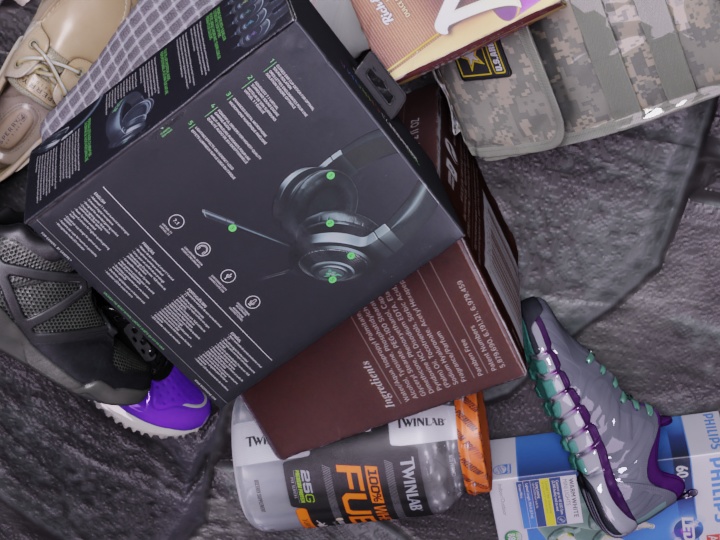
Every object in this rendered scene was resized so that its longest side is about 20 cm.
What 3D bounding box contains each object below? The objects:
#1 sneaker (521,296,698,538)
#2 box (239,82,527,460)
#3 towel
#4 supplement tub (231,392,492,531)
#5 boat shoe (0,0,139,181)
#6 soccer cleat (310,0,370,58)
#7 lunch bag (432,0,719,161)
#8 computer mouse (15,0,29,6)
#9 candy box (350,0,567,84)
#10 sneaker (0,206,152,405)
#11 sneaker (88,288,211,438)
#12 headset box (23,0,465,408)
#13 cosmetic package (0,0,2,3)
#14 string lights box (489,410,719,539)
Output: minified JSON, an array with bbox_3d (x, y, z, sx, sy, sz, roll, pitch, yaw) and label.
[{"bbox_3d":[0.193,0.105,1.041,0.087,0.074,0.202,-23,91,-3],"label":"sneaker"},{"bbox_3d":[0.000,0.000,0.949,0.198,0.167,0.165,-21,119,15],"label":"box"},{"bbox_3d":[-0.128,-0.095,0.871,0.200,0.166,0.085,-43,138,15],"label":"towel"},{"bbox_3d":[0.003,0.141,1.061,0.197,0.123,0.124,-8,121,10],"label":"supplement tub"},{"bbox_3d":[-0.221,-0.140,0.940,0.072,0.065,0.200,36,117,-17],"label":"boat shoe"},{"bbox_3d":[-0.028,-0.233,0.870,0.077,0.070,0.202,3,124,9],"label":"soccer cleat"},{"bbox_3d":[0.131,-0.174,0.862,0.198,0.118,0.165,-18,112,17],"label":"lunch bag"},{"bbox_3d":[-0.280,-0.236,0.898,0.199,0.046,0.141,-31,107,11],"label":"computer mouse"},{"bbox_3d":[0.031,-0.225,0.775,0.116,0.056,0.202,-22,92,16],"label":"candy box"},{"bbox_3d":[-0.207,0.021,0.955,0.115,0.076,0.199,-51,127,0],"label":"sneaker"},{"bbox_3d":[-0.190,0.054,1.054,0.199,0.070,0.100,36,115,-17],"label":"sneaker"},{"bbox_3d":[-0.061,-0.050,0.758,0.199,0.093,0.174,-36,122,12],"label":"headset box"},{"bbox_3d":[-0.306,-0.264,0.811,0.149,0.052,0.202,5,125,3],"label":"cosmetic package"},{"bbox_3d":[0.212,0.188,1.109,0.197,0.059,0.104,-9,118,10],"label":"string lights box"}]
